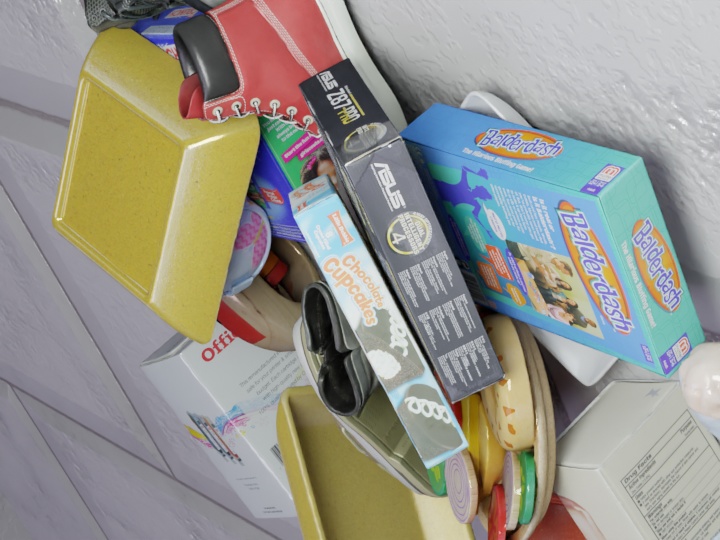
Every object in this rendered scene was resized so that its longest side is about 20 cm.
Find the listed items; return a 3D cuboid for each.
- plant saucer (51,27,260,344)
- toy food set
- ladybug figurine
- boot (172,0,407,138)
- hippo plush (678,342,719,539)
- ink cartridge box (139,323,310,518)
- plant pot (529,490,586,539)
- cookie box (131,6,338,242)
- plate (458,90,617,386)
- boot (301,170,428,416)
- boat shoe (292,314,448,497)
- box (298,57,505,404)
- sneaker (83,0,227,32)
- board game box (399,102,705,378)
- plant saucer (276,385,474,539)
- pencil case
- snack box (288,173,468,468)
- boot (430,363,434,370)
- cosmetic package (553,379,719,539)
[{"bbox_3d":[-0.176,-0.069,1.441,0.199,0.048,0.202,35,120,36],"label":"plant saucer"},{"bbox_3d":[0.096,0.116,1.369,0.200,0.048,0.200,-139,46,-68],"label":"toy food set"},{"bbox_3d":[-0.110,-0.004,1.630,0.072,0.136,0.200,-38,98,29],"label":"ladybug figurine"},{"bbox_3d":[-0.052,-0.112,1.328,0.201,0.144,0.072,60,161,-15],"label":"boot"},{"bbox_3d":[0.248,0.148,1.145,0.158,0.162,0.200,33,157,-10],"label":"hippo plush"},{"bbox_3d":[-0.088,0.118,1.766,0.201,0.145,0.144,54,157,-9],"label":"ink cartridge box"},{"bbox_3d":[0.167,0.323,1.509,0.199,0.196,0.201,27,153,15],"label":"plant pot"},{"bbox_3d":[-0.094,-0.128,1.487,0.171,0.075,0.201,12,138,56],"label":"cookie box"},{"bbox_3d":[0.132,-0.024,1.298,0.200,0.032,0.200,46,157,7],"label":"plate"},{"bbox_3d":[0.000,0.000,1.388,0.067,0.130,0.202,-8,99,34],"label":"boot"},{"bbox_3d":[0.004,0.110,1.495,0.201,0.075,0.068,53,153,-19],"label":"boat shoe"},{"bbox_3d":[0.027,-0.030,1.261,0.162,0.049,0.201,-113,-2,-63],"label":"box"},{"bbox_3d":[-0.152,-0.221,1.407,0.199,0.076,0.115,36,128,34],"label":"sneaker"},{"bbox_3d":[0.125,-0.023,1.212,0.199,0.045,0.153,23,145,49],"label":"board game box"},{"bbox_3d":[0.009,0.198,1.559,0.048,0.199,0.202,-26,74,37],"label":"plant saucer"},{"bbox_3d":[-0.163,-0.052,1.525,0.199,0.083,0.092,30,122,39],"label":"pencil case"},{"bbox_3d":[0.011,0.033,1.288,0.201,0.037,0.116,62,-179,-10],"label":"snack box"},{"bbox_3d":[0.074,0.105,1.554,0.199,0.073,0.156,35,155,21],"label":"boot"},{"bbox_3d":[0.233,0.190,1.358,0.201,0.103,0.087,57,155,-15],"label":"cosmetic package"}]
